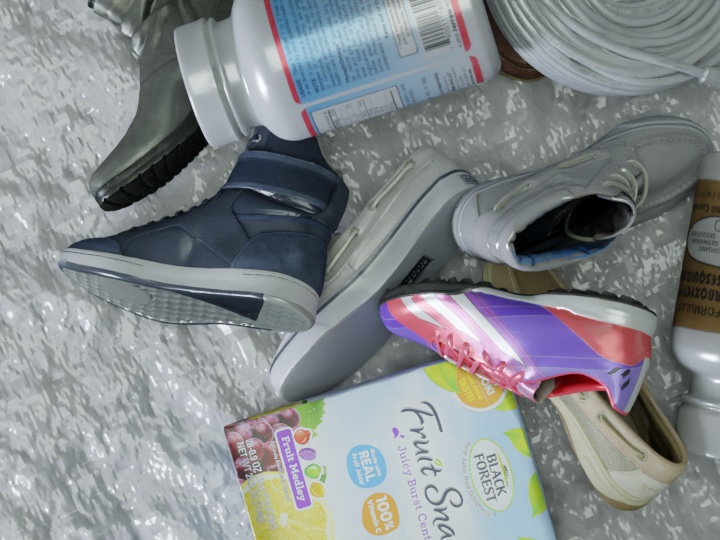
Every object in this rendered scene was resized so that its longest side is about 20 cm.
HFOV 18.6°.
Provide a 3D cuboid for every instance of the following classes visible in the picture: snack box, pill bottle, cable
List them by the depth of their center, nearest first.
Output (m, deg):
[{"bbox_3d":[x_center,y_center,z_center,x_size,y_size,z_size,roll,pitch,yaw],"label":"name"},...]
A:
[{"bbox_3d":[-0.016,-0.150,1.442,0.199,0.109,0.109,-17,88,4],"label":"pill bottle"},{"bbox_3d":[0.268,0.028,1.472,0.114,0.114,0.201,9,90,3],"label":"pill bottle"},{"bbox_3d":[0.175,-0.217,1.477,0.199,0.069,0.201,3,85,-19],"label":"cable"},{"bbox_3d":[0.025,0.158,1.507,0.199,0.068,0.170,-17,87,1],"label":"snack box"}]

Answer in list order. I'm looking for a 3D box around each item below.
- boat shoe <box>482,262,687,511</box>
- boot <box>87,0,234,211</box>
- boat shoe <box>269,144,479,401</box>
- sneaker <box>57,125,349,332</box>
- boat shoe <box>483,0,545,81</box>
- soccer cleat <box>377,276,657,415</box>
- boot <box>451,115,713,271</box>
[{"bbox_3d":[0.153,0.061,1.480,0.065,0.072,0.201,-45,67,44],"label":"boat shoe"},{"bbox_3d":[-0.145,-0.147,1.531,0.131,0.068,0.200,43,84,8],"label":"boot"},{"bbox_3d":[0.000,0.000,1.514,0.200,0.072,0.066,-52,57,11],"label":"boat shoe"},{"bbox_3d":[-0.102,-0.039,1.518,0.201,0.077,0.147,6,67,25],"label":"sneaker"},{"bbox_3d":[0.070,-0.216,1.512,0.072,0.068,0.201,-35,87,2],"label":"boat shoe"},{"bbox_3d":[0.095,0.048,1.437,0.199,0.068,0.074,5,77,30],"label":"soccer cleat"},{"bbox_3d":[0.166,-0.045,1.463,0.199,0.096,0.074,-22,111,-16],"label":"boot"}]
